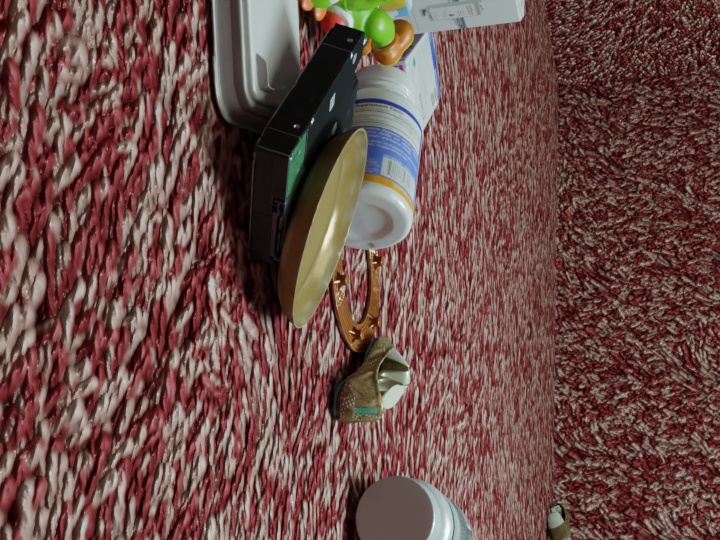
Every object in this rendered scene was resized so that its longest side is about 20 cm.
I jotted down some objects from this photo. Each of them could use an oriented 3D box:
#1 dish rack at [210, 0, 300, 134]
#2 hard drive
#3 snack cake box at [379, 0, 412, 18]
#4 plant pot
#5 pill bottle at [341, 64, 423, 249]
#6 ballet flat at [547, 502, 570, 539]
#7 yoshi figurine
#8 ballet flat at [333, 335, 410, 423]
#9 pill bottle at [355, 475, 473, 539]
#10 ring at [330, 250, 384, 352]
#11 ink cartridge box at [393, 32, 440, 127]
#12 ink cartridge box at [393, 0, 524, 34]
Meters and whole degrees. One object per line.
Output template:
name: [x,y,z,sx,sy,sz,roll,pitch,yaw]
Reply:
dish rack: [-0.089,-0.232,0.995,0.172,0.043,0.202,-1,87,-74]
hard drive: [-0.050,-0.120,0.997,0.140,0.038,0.201,99,12,-48]
snack cake box: [0.016,-0.432,1.351,0.200,0.067,0.116,64,29,-54]
plant pot: [-0.039,-0.044,1.023,0.200,0.027,0.201,19,90,-81]
pill bottle: [0.013,-0.134,1.206,0.112,0.111,0.201,66,26,-50]
ballet flat: [0.566,0.718,3.053,0.073,0.067,0.200,65,18,-2]
yoshi figurine: [-0.014,-0.318,1.164,0.200,0.112,0.113,37,30,-54]
ballet flat: [0.024,0.133,1.270,0.200,0.065,0.071,-51,146,-65]
pill bottle: [0.066,0.318,1.299,0.200,0.113,0.115,52,38,-62]
ring: [0.000,0.000,1.300,0.200,0.019,0.202,-3,90,-73]
ink cartridge box: [0.081,-0.285,1.596,0.200,0.042,0.120,-59,142,-58]
ink cartridge box: [0.124,-0.416,1.481,0.083,0.198,0.147,60,31,-57]
